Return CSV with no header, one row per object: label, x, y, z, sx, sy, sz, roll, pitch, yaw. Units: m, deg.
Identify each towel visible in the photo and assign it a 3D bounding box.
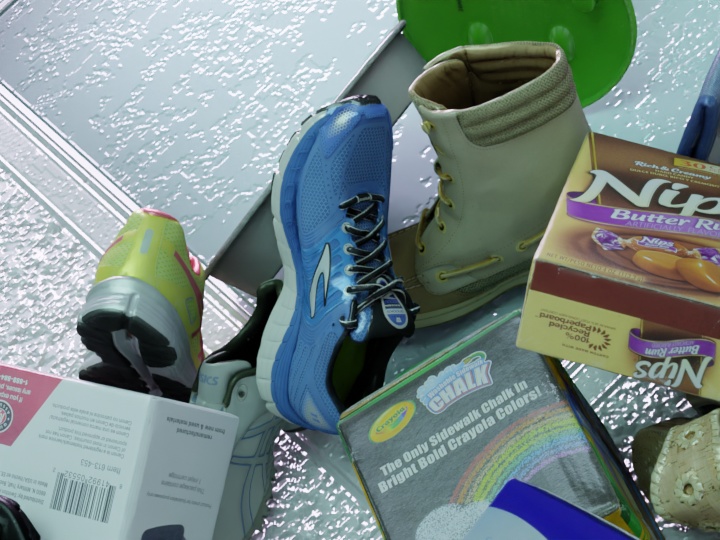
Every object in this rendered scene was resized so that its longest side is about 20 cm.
towel,0.227,-0.138,1.703,0.024,0.147,0.201,24,65,8

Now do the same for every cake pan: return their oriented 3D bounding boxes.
cake pan,-0.023,-0.062,1.774,0.200,0.037,0.200,-52,1,1

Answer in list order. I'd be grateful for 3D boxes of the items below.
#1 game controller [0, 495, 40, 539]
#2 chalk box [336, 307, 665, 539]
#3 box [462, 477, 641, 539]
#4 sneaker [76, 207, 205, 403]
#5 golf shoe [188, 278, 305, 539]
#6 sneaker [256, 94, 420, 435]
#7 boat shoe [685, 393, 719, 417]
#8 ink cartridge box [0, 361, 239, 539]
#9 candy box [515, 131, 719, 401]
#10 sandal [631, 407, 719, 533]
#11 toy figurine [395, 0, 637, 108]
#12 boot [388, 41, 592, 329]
game controller,-0.245,0.206,1.639,0.200,0.042,0.105,-32,64,28
chalk box,0.077,0.118,1.584,0.124,0.124,0.200,-31,43,7
box,0.088,0.240,1.429,0.105,0.184,0.200,23,69,43
sneaker,-0.120,0.023,1.744,0.078,0.200,0.091,13,72,-1
golf shoe,-0.083,0.092,1.721,0.078,0.097,0.200,17,66,38
sneaker,0.000,0.000,1.654,0.078,0.201,0.089,-12,24,-40
boat shoe,0.242,0.093,1.543,0.068,0.075,0.200,-40,34,-3
ink cartridge box,-0.167,0.163,1.670,0.144,0.084,0.201,10,85,37
candy box,0.157,-0.006,1.572,0.116,0.057,0.200,15,23,6
sandal,0.174,0.111,1.503,0.069,0.078,0.212,-17,3,-21
toy figurine,0.112,-0.229,1.825,0.149,0.201,0.184,3,42,19
boot,0.051,-0.049,1.710,0.199,0.156,0.073,-15,42,19
